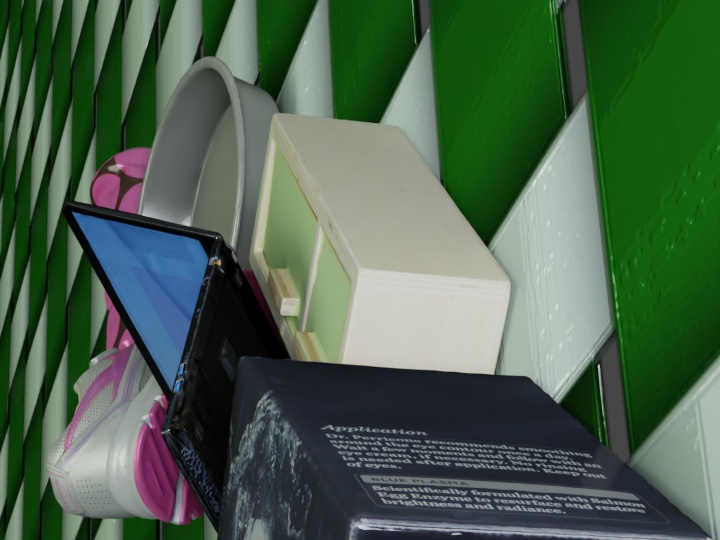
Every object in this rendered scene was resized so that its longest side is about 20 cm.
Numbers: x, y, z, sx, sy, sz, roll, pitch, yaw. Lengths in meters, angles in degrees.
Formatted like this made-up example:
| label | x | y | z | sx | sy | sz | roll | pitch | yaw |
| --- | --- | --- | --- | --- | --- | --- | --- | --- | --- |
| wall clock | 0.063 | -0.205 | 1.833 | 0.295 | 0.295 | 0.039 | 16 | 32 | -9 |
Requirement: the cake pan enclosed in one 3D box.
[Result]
| label | x | y | z | sx | sy | sz | roll | pitch | yaw |
| --- | --- | --- | --- | --- | --- | --- | --- | --- | --- |
| cake pan | -0.090 | -0.026 | 1.325 | 0.200 | 0.037 | 0.201 | -171 | 90 | -69 |

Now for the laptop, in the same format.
| label | x | y | z | sx | sy | sz | roll | pitch | yaw |
| --- | --- | --- | --- | --- | --- | --- | --- | --- | --- |
| laptop | -0.071 | 0.081 | 0.966 | 0.200 | 0.103 | 0.178 | -80 | -31 | -53 |

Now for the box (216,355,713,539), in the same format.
| label | x | y | z | sx | sy | sz | roll | pitch | yaw |
| --- | --- | --- | --- | --- | --- | --- | --- | --- | --- |
| box | 0.018 | 0.149 | 0.736 | 0.200 | 0.117 | 0.198 | -137 | 53 | -73 |

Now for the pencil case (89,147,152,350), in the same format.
| label | x | y | z | sx | sy | sz | roll | pitch | yaw |
| --- | --- | --- | --- | --- | --- | --- | --- | --- | --- |
| pencil case | -0.140 | 0.024 | 1.454 | 0.093 | 0.091 | 0.201 | -26 | 50 | 32 |

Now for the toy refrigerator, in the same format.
| label | x | y | z | sx | sy | sz | roll | pitch | yaw |
| --- | --- | --- | --- | --- | --- | --- | --- | --- | --- |
| toy refrigerator | 0.000 | 0.000 | 0.947 | 0.200 | 0.070 | 0.076 | -119 | 37 | -65 |

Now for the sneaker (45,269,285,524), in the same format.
| label | x | y | z | sx | sy | sz | roll | pitch | yaw |
| --- | --- | --- | --- | --- | --- | --- | --- | --- | --- |
| sneaker | -0.103 | 0.062 | 1.161 | 0.200 | 0.088 | 0.082 | -49 | -54 | -57 |
